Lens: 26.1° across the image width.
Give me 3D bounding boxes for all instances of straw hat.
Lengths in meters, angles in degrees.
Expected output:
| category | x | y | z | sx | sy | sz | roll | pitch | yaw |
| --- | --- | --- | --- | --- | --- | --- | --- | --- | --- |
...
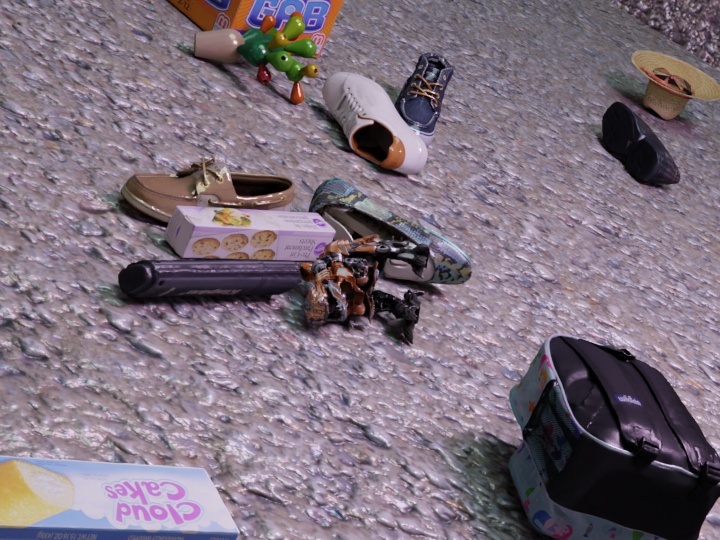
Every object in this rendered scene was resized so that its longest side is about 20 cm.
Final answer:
| category | x | y | z | sx | sy | sz | roll | pitch | yaw |
| --- | --- | --- | --- | --- | --- | --- | --- | --- | --- |
| straw hat | 0.575 | -0.331 | 2.917 | 0.199 | 0.086 | 0.202 | 17 | 27 | -9 |

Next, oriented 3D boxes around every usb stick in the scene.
| category | x | y | z | sx | sy | sz | roll | pitch | yaw |
| --- | --- | --- | --- | --- | --- | --- | --- | --- | --- |
| usb stick | -0.139 | 0.007 | 1.474 | 0.055 | 0.033 | 0.199 | -14 | -10 | 42 |

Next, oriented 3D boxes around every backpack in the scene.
| category | x | y | z | sx | sy | sz | roll | pitch | yaw |
| --- | --- | --- | --- | --- | --- | --- | --- | --- | --- |
| backpack | 0.222 | 0.155 | 1.405 | 0.176 | 0.151 | 0.201 | 18 | 31 | -24 |

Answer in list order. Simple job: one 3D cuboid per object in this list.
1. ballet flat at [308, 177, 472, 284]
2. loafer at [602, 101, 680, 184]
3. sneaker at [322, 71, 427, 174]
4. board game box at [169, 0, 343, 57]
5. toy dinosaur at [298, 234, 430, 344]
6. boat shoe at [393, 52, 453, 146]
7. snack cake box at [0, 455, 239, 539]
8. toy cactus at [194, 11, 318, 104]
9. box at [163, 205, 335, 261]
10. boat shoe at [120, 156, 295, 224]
| category | x | y | z | sx | sy | sz | roll | pitch | yaw |
| --- | --- | --- | --- | --- | --- | --- | --- | --- | --- |
| ballet flat | 0.027 | -0.028 | 1.724 | 0.199 | 0.075 | 0.074 | 29 | 23 | 12 |
| loafer | 0.456 | -0.202 | 2.545 | 0.072 | 0.073 | 0.201 | 22 | 31 | -33 |
| sneaker | 0.002 | -0.202 | 2.040 | 0.084 | 0.073 | 0.200 | 3 | 33 | -48 |
| board game box | -0.149 | -0.451 | 2.253 | 0.199 | 0.201 | 0.200 | -2 | 35 | -48 |
| toy dinosaur | 0.000 | 0.000 | 1.591 | 0.134 | 0.103 | 0.201 | 10 | 44 | 6 |
| boat shoe | 0.086 | -0.248 | 2.206 | 0.070 | 0.091 | 0.201 | 23 | 23 | -6 |
| snack cake box | -0.189 | 0.180 | 0.959 | 0.199 | 0.116 | 0.067 | 8 | 29 | -36 |
| toy cactus | -0.142 | -0.294 | 2.095 | 0.163 | 0.103 | 0.201 | 2 | 30 | -8 |
| box | -0.112 | -0.037 | 1.608 | 0.199 | 0.042 | 0.039 | 2 | 33 | -46 |
| boat shoe | -0.156 | -0.084 | 1.627 | 0.199 | 0.067 | 0.074 | 6 | 30 | -40 |
